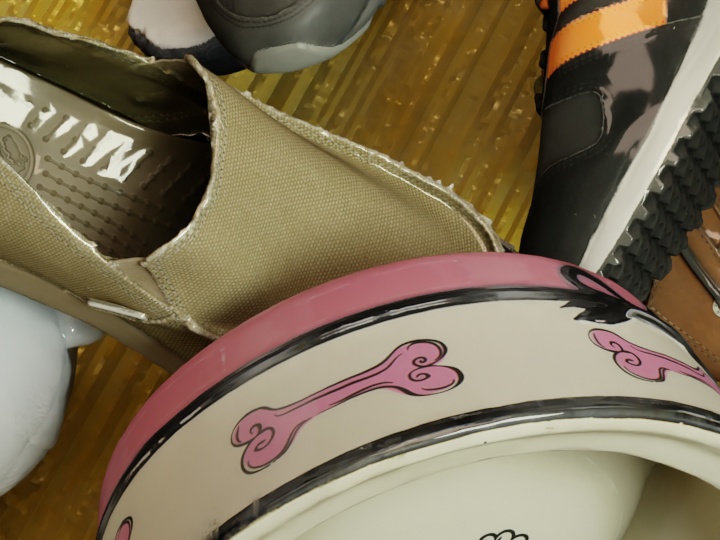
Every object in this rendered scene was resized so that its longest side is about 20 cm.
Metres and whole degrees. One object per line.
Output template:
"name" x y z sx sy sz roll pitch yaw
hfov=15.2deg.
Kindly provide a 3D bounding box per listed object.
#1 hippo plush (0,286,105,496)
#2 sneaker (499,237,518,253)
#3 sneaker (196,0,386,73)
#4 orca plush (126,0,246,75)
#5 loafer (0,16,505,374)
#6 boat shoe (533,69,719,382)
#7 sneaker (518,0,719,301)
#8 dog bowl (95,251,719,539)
"hippo plush" -0.145 -0.011 0.771 0.161 0.200 0.160 25 86 1
"sneaker" 0.000 0.000 0.821 0.200 0.082 0.078 26 65 11
"sneaker" -0.035 -0.155 0.840 0.075 0.079 0.200 -14 61 18
"orca plush" 0.001 -0.140 0.906 0.105 0.071 0.200 15 73 33
"loafer" -0.043 -0.013 0.718 0.200 0.067 0.076 16 71 -20
"boat shoe" 0.123 0.008 0.839 0.068 0.072 0.200 -30 73 15
"sneaker" 0.075 -0.082 0.776 0.090 0.070 0.200 24 88 18
"dog bowl" 0.017 0.075 0.728 0.200 0.200 0.074 -13 51 -9
